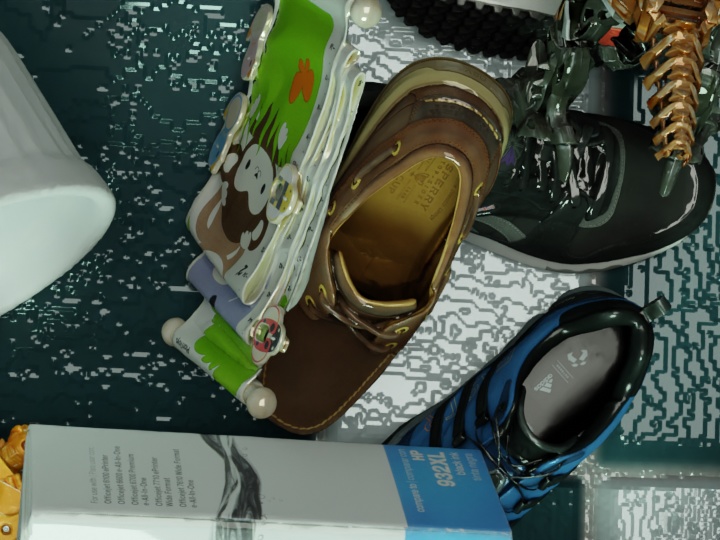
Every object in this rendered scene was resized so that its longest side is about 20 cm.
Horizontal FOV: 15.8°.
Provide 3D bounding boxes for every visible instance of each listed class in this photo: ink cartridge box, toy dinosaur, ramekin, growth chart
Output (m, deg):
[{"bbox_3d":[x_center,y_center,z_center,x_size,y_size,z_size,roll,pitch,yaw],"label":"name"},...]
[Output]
[{"bbox_3d":[-0.049,0.150,1.098,0.200,0.084,0.145,4,114,-10],"label":"ink cartridge box"},{"bbox_3d":[0.116,-0.111,1.094,0.102,0.136,0.200,22,38,8],"label":"toy dinosaur"},{"bbox_3d":[-0.214,-0.026,1.107,0.200,0.200,0.098,-26,79,-6],"label":"ramekin"},{"bbox_3d":[-0.042,-0.044,1.150,0.018,0.145,0.200,15,92,-27],"label":"growth chart"}]

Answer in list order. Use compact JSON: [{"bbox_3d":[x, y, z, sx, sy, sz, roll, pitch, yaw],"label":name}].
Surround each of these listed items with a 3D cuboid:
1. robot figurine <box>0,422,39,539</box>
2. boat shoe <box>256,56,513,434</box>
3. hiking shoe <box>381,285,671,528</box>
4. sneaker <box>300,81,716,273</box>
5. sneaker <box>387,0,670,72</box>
[{"bbox_3d":[-0.220,0.132,1.156,0.200,0.058,0.145,-37,89,-6],"label":"robot figurine"},{"bbox_3d":[0.001,0.000,1.133,0.072,0.068,0.200,25,124,-8],"label":"boat shoe"},{"bbox_3d":[0.056,0.081,1.166,0.074,0.087,0.200,40,83,0],"label":"hiking shoe"},{"bbox_3d":[0.066,-0.044,1.179,0.200,0.088,0.076,6,84,-4],"label":"sneaker"},{"bbox_3d":[0.106,-0.148,1.206,0.199,0.070,0.094,7,77,-6],"label":"sneaker"}]
